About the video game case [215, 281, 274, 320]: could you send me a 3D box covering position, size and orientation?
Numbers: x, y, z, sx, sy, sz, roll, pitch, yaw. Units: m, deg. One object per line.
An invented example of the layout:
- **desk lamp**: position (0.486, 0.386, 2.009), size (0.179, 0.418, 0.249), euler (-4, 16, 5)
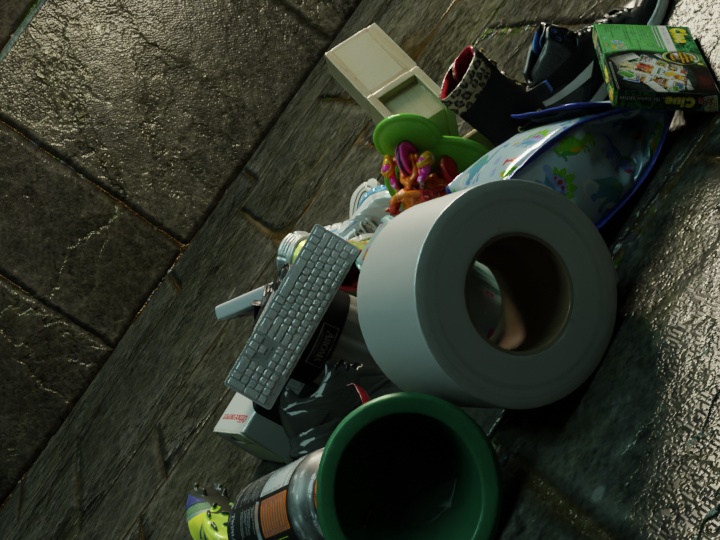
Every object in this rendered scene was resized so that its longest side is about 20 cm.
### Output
- **video game case**: position (-0.062, 0.025, 1.714), size (0.200, 0.182, 0.023), euler (-21, 79, 51)

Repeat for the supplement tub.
- **supplement tub**: position (-0.044, 0.250, 1.349), size (0.200, 0.122, 0.123), euler (-33, 26, 53)

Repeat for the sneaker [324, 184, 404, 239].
- **sneaker**: position (-0.004, -0.037, 1.734), size (0.200, 0.075, 0.087), euler (-37, 16, 40)

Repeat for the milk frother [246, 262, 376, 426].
- **milk frother**: position (-0.035, 0.084, 1.536), size (0.181, 0.188, 0.200), euler (-59, 13, 26)

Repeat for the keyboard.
- **keyboard**: position (-0.072, 0.048, 1.410), size (0.200, 0.056, 0.011), euler (-61, 10, -12)

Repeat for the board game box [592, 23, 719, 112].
- **board game box**: position (0.298, -0.210, 1.354), size (0.200, 0.105, 0.023), euler (-82, -8, -61)

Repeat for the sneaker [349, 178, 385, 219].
- **sneaker**: position (0.030, -0.026, 1.832), size (0.076, 0.080, 0.200), euler (-13, 62, 46)

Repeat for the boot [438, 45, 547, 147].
- **boot**: position (0.182, -0.219, 1.611), size (0.073, 0.151, 0.200), euler (-34, 24, 50)

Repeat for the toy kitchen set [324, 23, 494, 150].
- **toy kitchen set**: position (0.086, -0.207, 1.718), size (0.163, 0.180, 0.200), euler (-34, -33, -11)

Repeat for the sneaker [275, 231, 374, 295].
- **sneaker**: position (0.000, 0.000, 1.575), size (0.090, 0.200, 0.078), euler (19, 104, 47)

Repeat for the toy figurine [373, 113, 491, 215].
- **toy figurine**: position (0.084, -0.057, 1.559), size (0.150, 0.200, 0.184), euler (-20, 45, 28)

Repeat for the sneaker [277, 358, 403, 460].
- **sneaker**: position (0.006, 0.128, 1.402), size (0.200, 0.091, 0.076), euler (-22, -10, -10)

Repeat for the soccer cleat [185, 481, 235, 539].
- **soccer cleat**: position (-0.187, 0.341, 1.746), size (0.200, 0.065, 0.084), euler (-156, 71, -70)

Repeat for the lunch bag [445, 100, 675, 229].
- **lunch bag**: position (0.212, -0.110, 1.369), size (0.200, 0.127, 0.170), euler (-37, 12, -12)

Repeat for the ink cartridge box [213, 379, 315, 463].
- **ink cartridge box**: position (-0.099, 0.155, 1.793), size (0.200, 0.083, 0.146), euler (-59, 16, -15)

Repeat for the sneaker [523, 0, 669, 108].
- **sneaker**: position (0.269, -0.276, 1.550), size (0.200, 0.112, 0.073), euler (-55, 16, -3)

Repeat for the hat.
- **hat**: position (0.053, 0.197, 1.237), size (0.176, 0.166, 0.200), euler (54, -143, -76)

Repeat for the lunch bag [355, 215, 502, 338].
- **lunch bag**: position (0.091, 0.016, 1.387), size (0.077, 0.160, 0.200), euler (-59, 21, 2)

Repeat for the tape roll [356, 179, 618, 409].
- **tape roll**: position (0.113, 0.025, 1.207), size (0.203, 0.203, 0.139), euler (-59, 15, -15)
